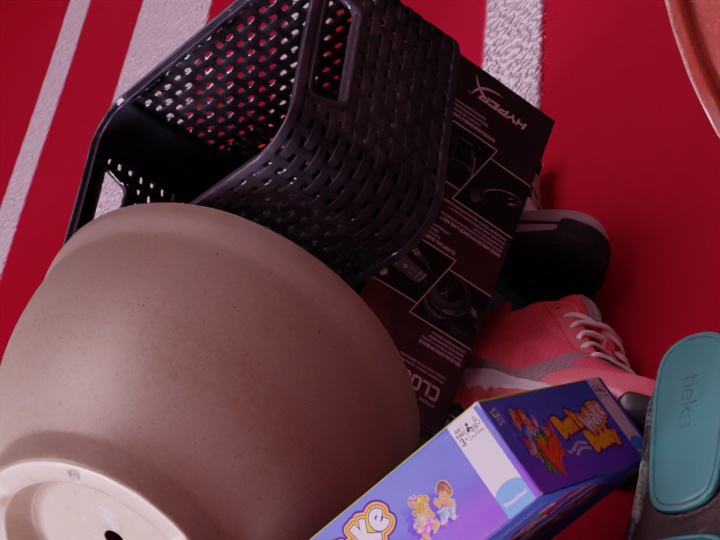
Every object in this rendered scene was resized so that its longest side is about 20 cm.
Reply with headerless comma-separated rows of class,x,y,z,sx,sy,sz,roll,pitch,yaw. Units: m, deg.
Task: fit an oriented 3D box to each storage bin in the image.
storage bin,-0.053,-0.050,0.928,0.200,0.094,0.136,-33,37,42

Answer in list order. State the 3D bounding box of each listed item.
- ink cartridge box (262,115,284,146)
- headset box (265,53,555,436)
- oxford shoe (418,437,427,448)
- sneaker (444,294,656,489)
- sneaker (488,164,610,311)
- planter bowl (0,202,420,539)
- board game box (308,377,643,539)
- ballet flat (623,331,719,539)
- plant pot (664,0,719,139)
ink cartridge box,-0.082,-0.021,1.327,0.200,0.067,0.117,-36,31,34
headset box,0.000,0.000,0.973,0.149,0.077,0.201,-7,56,57
oxford shoe,0.018,0.102,1.023,0.074,0.071,0.201,0,52,29
sneaker,0.099,0.047,0.917,0.087,0.074,0.200,-58,26,-15
sneaker,0.080,-0.038,1.052,0.200,0.076,0.116,-12,49,59
planter bowl,-0.090,0.088,0.855,0.200,0.200,0.135,-29,18,42
board game box,0.019,0.126,0.802,0.200,0.045,0.134,-42,-17,22
ballet flat,0.141,0.119,0.755,0.074,0.074,0.201,-23,37,48
plant pot,0.254,-0.133,0.750,0.195,0.201,0.201,-20,40,39
